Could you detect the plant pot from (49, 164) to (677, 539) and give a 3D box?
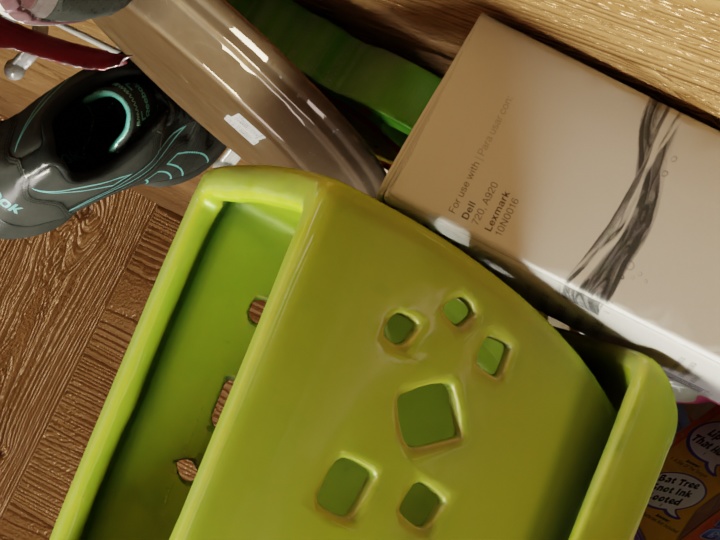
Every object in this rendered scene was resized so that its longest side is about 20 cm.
[{"bbox_3d":[0.001,0.083,1.053,0.181,0.200,0.200,23,177,-18],"label":"plant pot"}]

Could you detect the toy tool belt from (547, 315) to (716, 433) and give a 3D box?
[{"bbox_3d":[0.085,0.067,1.288,0.199,0.123,0.125,27,172,-22],"label":"toy tool belt"}]

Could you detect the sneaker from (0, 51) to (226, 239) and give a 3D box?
[{"bbox_3d":[-0.110,-0.075,1.335,0.079,0.200,0.076,-28,95,51],"label":"sneaker"}]

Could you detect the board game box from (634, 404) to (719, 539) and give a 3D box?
[{"bbox_3d":[0.182,0.212,1.176,0.200,0.199,0.201,26,142,51],"label":"board game box"}]

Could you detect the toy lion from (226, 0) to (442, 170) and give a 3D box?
[{"bbox_3d":[0.015,-0.071,1.238,0.191,0.069,0.200,36,174,-18],"label":"toy lion"}]

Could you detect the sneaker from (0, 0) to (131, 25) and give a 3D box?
[{"bbox_3d":[-0.105,-0.132,1.028,0.115,0.076,0.200,22,175,25],"label":"sneaker"}]

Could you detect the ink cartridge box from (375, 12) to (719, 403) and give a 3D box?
[{"bbox_3d":[0.114,-0.012,1.045,0.199,0.085,0.146,28,176,5],"label":"ink cartridge box"}]

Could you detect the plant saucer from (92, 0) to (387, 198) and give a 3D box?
[{"bbox_3d":[-0.069,-0.093,1.218,0.200,0.029,0.200,41,173,6],"label":"plant saucer"}]

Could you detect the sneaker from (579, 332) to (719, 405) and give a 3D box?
[{"bbox_3d":[0.170,0.018,1.190,0.200,0.081,0.089,31,142,41],"label":"sneaker"}]

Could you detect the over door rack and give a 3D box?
[{"bbox_3d":[-0.158,-0.114,1.478,0.147,0.067,0.200,25,-171,-31],"label":"over door rack"}]

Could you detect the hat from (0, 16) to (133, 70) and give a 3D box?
[{"bbox_3d":[-0.222,-0.146,1.186,0.166,0.175,0.201,-146,31,-85],"label":"hat"}]

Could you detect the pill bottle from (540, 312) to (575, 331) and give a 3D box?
[{"bbox_3d":[0.107,0.018,1.389,0.199,0.112,0.111,27,177,4],"label":"pill bottle"}]
